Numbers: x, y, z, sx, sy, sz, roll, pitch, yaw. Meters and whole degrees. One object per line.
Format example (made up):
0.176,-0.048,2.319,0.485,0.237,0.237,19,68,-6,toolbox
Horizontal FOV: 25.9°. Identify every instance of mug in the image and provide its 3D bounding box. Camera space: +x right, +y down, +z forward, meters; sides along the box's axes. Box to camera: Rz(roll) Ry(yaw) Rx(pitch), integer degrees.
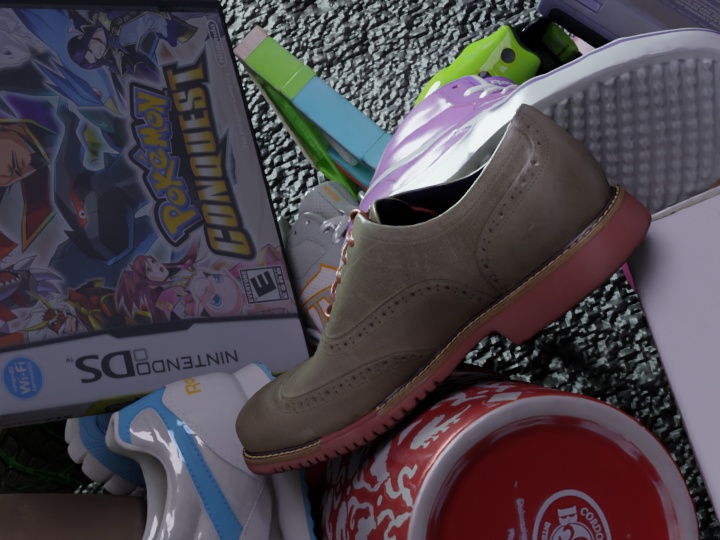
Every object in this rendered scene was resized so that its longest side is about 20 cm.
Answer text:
0.067,0.118,0.632,0.133,0.200,0.178,-42,92,-9,mug

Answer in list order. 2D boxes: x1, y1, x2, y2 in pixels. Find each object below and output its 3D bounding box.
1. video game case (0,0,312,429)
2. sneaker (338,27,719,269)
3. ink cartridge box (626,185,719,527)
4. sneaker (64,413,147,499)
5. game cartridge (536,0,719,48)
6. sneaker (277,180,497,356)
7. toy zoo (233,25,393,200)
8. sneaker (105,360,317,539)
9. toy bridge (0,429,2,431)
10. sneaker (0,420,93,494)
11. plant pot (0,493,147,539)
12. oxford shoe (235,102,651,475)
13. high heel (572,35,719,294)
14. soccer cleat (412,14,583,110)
-0.121,-0.034,0.731,0.025,0.179,0.202,-30,71,50,video game case
0.073,-0.062,0.644,0.199,0.073,0.115,-27,30,33,sneaker
0.177,0.077,0.612,0.082,0.201,0.148,-21,49,10,ink cartridge box
-0.077,0.029,0.817,0.090,0.078,0.201,-43,18,39,sneaker
0.168,-0.129,0.784,0.199,0.039,0.130,33,43,5,game cartridge
0.000,0.000,0.767,0.075,0.093,0.199,-15,3,-27,sneaker
0.025,-0.035,0.797,0.020,0.131,0.200,-46,63,-5,toy zoo
-0.055,0.146,0.680,0.080,0.076,0.202,-12,82,-17,sneaker
-0.211,0.052,0.861,0.068,0.027,0.200,-61,20,-2,toy bridge
-0.161,0.046,0.896,0.085,0.078,0.201,3,55,46,sneaker
-0.173,0.184,0.736,0.172,0.201,0.202,-12,49,-7,plant pot
0.014,0.009,0.606,0.199,0.075,0.071,-37,10,26,oxford shoe
0.152,-0.052,0.783,0.067,0.097,0.201,-20,48,-9,high heel
0.084,-0.090,0.802,0.081,0.200,0.068,-45,83,18,soccer cleat
